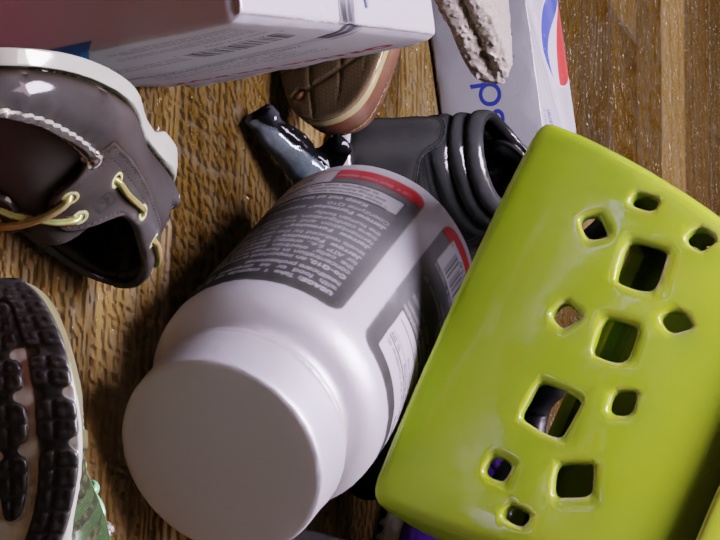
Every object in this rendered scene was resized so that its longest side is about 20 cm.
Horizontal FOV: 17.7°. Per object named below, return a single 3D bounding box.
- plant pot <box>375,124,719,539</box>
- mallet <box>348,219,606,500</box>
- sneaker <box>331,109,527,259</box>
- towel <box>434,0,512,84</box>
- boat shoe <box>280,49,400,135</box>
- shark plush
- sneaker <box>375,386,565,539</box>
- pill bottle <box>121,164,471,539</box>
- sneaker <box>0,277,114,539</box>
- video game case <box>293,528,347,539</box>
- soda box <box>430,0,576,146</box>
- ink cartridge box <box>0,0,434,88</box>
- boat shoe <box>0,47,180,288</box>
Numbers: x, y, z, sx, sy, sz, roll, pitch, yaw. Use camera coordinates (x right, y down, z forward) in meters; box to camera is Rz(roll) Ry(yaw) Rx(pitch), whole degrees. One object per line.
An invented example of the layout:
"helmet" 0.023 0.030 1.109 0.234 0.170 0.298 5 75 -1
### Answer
"plant pot" 0.150 0.072 1.105 0.201 0.181 0.199 -64 154 -4
"mallet" 0.052 0.032 1.205 0.066 0.200 0.041 45 -1 -37
"sneaker" 0.064 -0.017 1.310 0.200 0.099 0.071 58 33 -46
"towel" 0.045 -0.204 1.250 0.200 0.034 0.133 61 23 -55
"boat shoe" 0.004 -0.154 1.246 0.068 0.072 0.201 48 40 -49
"shark plush" 0.000 0.000 1.212 0.083 0.091 0.201 -44 135 -23
"sneaker" 0.072 0.131 1.285 0.070 0.099 0.201 49 44 -51
"pill bottle" -0.028 0.039 1.077 0.200 0.113 0.114 -51 129 -57
"sneaker" -0.128 0.099 0.915 0.089 0.076 0.201 -45 130 -76
"video game case" 0.018 0.228 1.084 0.022 0.181 0.201 117 -14 -57
"soda box" 0.086 -0.135 1.426 0.063 0.068 0.201 -16 98 -65
"ink cartridge box" -0.074 -0.127 0.978 0.200 0.146 0.086 -12 93 -66
"boat shoe" -0.118 -0.039 0.925 0.201 0.071 0.061 41 51 -73
